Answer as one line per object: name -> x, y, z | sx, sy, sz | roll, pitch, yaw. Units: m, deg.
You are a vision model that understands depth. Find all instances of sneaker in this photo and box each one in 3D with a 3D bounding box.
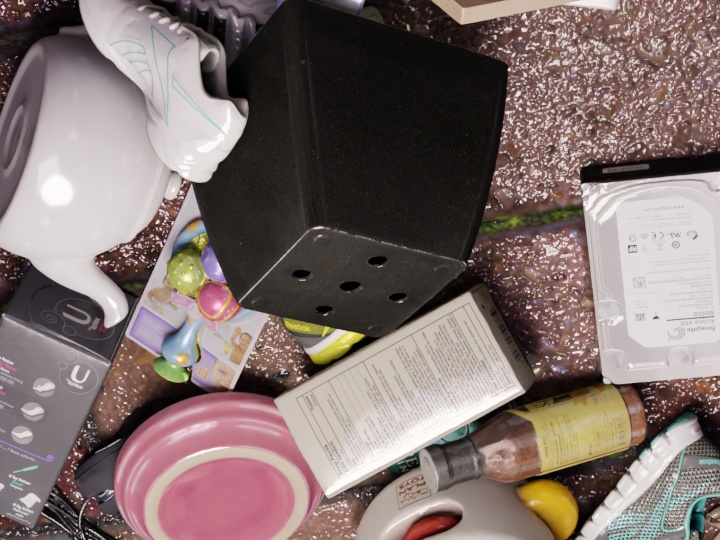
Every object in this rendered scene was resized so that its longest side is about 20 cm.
sneaker -> 0.000, 0.000, 1.622 | 0.085, 0.074, 0.200 | 39, 115, -14
sneaker -> 0.264, 0.225, 1.701 | 0.091, 0.078, 0.200 | 42, 120, 14
sneaker -> -0.147, -0.168, 1.456 | 0.080, 0.070, 0.200 | -43, 70, 30
sneaker -> -0.074, -0.199, 1.522 | 0.200, 0.081, 0.075 | 17, 147, -4

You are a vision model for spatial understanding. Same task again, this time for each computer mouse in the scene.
computer mouse -> -0.208, 0.217, 1.776 | 0.200, 0.046, 0.140 | -34, 109, 21

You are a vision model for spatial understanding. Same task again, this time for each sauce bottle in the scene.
sauce bottle -> 0.151, 0.148, 1.651 | 0.200, 0.066, 0.066 | -13, 120, -18

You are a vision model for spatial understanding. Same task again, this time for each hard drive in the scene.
hard drive -> 0.266, 0.001, 1.618 | 0.140, 0.038, 0.200 | -5, 119, 9

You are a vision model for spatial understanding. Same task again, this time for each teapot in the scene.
teapot -> -0.215, -0.094, 1.545 | 0.146, 0.198, 0.200 | 14, 134, -22

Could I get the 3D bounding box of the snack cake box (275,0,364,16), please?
snack cake box -> -0.002, -0.298, 1.438 | 0.067, 0.115, 0.200 | 16, 119, -3

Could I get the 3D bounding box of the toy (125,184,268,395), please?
toy -> -0.135, 0.018, 1.643 | 0.115, 0.047, 0.200 | 33, 123, 11

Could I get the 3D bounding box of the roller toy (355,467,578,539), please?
roller toy -> 0.090, 0.266, 1.688 | 0.182, 0.140, 0.200 | 12, 121, -13

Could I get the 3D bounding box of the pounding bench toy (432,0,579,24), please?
pounding bench toy -> 0.131, -0.290, 1.358 | 0.200, 0.124, 0.156 | -15, 131, -27

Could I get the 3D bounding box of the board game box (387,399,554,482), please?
board game box -> 0.098, 0.178, 1.735 | 0.135, 0.028, 0.200 | -20, 114, 17

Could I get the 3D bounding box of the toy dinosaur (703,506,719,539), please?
toy dinosaur -> 0.378, 0.227, 1.729 | 0.200, 0.058, 0.101 | -20, 130, 24

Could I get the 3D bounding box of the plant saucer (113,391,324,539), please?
plant saucer -> -0.124, 0.199, 1.724 | 0.200, 0.051, 0.201 | -6, 130, -7

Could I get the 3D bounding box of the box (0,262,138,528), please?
box -> -0.291, 0.107, 1.682 | 0.106, 0.122, 0.200 | 25, 118, -7

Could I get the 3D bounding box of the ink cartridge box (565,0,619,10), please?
ink cartridge box -> 0.136, -0.309, 1.462 | 0.161, 0.050, 0.200 | 7, 114, 2

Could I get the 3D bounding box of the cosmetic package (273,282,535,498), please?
cosmetic package -> 0.040, 0.103, 1.640 | 0.200, 0.087, 0.103 | -28, 89, 13

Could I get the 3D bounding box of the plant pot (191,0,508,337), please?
plant pot -> -0.010, -0.064, 1.464 | 0.199, 0.178, 0.200 | 13, 146, -27
